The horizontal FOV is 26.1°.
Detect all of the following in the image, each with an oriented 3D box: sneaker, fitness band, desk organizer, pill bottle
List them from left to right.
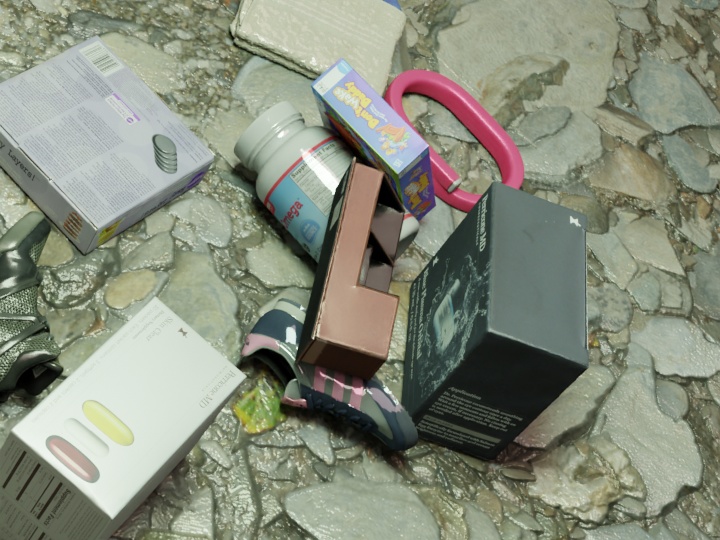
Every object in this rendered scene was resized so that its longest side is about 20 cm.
[{"bbox_3d":[-0.312,0.041,1.426,0.114,0.076,0.200,29,50,-11],"label":"sneaker"},{"bbox_3d":[-0.040,-0.081,1.653,0.200,0.109,0.109,47,47,9],"label":"pill bottle"},{"bbox_3d":[-0.034,0.122,1.544,0.200,0.070,0.082,42,63,7],"label":"sneaker"},{"bbox_3d":[0.000,0.000,1.528,0.077,0.072,0.201,17,64,-9],"label":"desk organizer"},{"bbox_3d":[0.109,-0.156,1.847,0.200,0.037,0.144,49,47,8],"label":"fitness band"}]

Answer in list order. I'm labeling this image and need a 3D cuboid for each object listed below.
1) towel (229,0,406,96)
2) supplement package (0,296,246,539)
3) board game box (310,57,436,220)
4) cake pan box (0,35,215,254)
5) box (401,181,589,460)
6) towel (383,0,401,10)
[{"bbox_3d":[-0.049,-0.288,1.838,0.200,0.034,0.133,24,64,-14],"label":"towel"},{"bbox_3d":[-0.219,0.150,1.341,0.111,0.156,0.200,40,46,2],"label":"supplement package"},{"bbox_3d":[0.017,-0.132,1.665,0.045,0.200,0.134,-42,75,-6],"label":"board game box"},{"bbox_3d":[-0.279,-0.136,1.593,0.200,0.052,0.184,45,45,6],"label":"cake pan box"},{"bbox_3d":[0.137,0.053,1.594,0.117,0.200,0.197,20,48,-16],"label":"box"},{"bbox_3d":[-0.035,-0.400,1.954,0.144,0.024,0.200,-1,58,-32],"label":"towel"}]
